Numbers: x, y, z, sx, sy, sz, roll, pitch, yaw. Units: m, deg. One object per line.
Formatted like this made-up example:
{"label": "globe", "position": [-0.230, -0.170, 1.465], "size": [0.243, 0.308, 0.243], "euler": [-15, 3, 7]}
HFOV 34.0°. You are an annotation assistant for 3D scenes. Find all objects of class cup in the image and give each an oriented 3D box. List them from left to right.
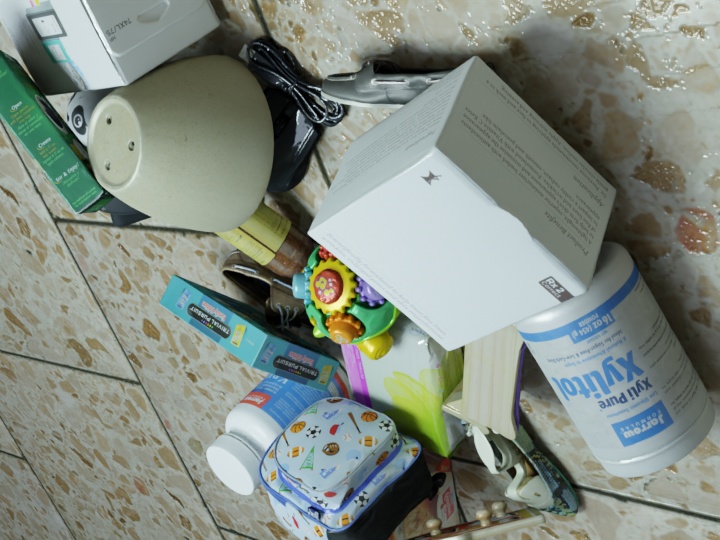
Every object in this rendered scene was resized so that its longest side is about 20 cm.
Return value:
{"label": "cup", "position": [-0.212, -0.138, 1.290], "size": [0.199, 0.143, 0.202], "euler": [6, 99, 43]}

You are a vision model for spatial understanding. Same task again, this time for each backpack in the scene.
{"label": "backpack", "position": [-0.031, 0.251, 1.448], "size": [0.190, 0.200, 0.155], "euler": [13, 130, 46]}

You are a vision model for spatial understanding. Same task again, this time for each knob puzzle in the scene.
{"label": "knob puzzle", "position": [0.116, 0.309, 1.422], "size": [0.219, 0.218, 0.031], "euler": [-26, 75, 54]}

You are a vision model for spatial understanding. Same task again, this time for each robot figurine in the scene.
{"label": "robot figurine", "position": [-0.307, -0.152, 1.502], "size": [0.149, 0.125, 0.201], "euler": [16, 137, 18]}

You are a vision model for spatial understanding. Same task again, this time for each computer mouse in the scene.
{"label": "computer mouse", "position": [-0.101, -0.156, 1.347], "size": [0.138, 0.053, 0.200], "euler": [39, 144, 11]}

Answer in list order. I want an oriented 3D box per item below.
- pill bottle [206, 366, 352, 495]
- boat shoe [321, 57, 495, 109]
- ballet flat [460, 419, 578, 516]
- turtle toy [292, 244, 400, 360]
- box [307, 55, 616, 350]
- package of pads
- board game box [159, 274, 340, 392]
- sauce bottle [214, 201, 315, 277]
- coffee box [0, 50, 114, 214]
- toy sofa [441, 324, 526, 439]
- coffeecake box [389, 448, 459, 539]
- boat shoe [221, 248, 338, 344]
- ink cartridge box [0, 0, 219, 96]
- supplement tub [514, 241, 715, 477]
{"label": "pill bottle", "position": [-0.110, 0.203, 1.574], "size": [0.112, 0.200, 0.113], "euler": [27, 140, 25]}
{"label": "boat shoe", "position": [0.049, -0.188, 1.159], "size": [0.199, 0.067, 0.057], "euler": [14, 114, 31]}
{"label": "ballet flat", "position": [0.185, 0.234, 1.412], "size": [0.200, 0.074, 0.074], "euler": [52, 144, -8]}
{"label": "turtle toy", "position": [0.000, 0.000, 1.323], "size": [0.146, 0.101, 0.201], "euler": [45, 112, 24]}
{"label": "box", "position": [0.095, -0.055, 1.103], "size": [0.199, 0.131, 0.200], "euler": [40, 141, -19]}
{"label": "package of pads", "position": [0.056, 0.124, 1.440], "size": [0.154, 0.068, 0.201], "euler": [18, 136, 35]}
{"label": "board game box", "position": [-0.145, 0.082, 1.528], "size": [0.199, 0.047, 0.151], "euler": [29, -178, 40]}
{"label": "sauce bottle", "position": [-0.107, -0.035, 1.423], "size": [0.200, 0.066, 0.066], "euler": [37, 148, -19]}
{"label": "coffee box", "position": [-0.354, -0.154, 1.316], "size": [0.201, 0.044, 0.123], "euler": [53, 180, -5]}
{"label": "toy sofa", "position": [0.151, 0.085, 1.290], "size": [0.097, 0.083, 0.201], "euler": [22, 138, 25]}
{"label": "coffeecake box", "position": [0.043, 0.348, 1.555], "size": [0.073, 0.200, 0.154], "euler": [18, 136, 34]}
{"label": "boat shoe", "position": [-0.094, 0.040, 1.511], "size": [0.199, 0.072, 0.073], "euler": [33, 143, 19]}
{"label": "ink cartridge box", "position": [-0.290, -0.297, 1.314], "size": [0.199, 0.147, 0.147], "euler": [5, 127, 49]}
{"label": "supplement tub", "position": [0.246, 0.085, 1.151], "size": [0.132, 0.132, 0.201], "euler": [-16, 111, 52]}
